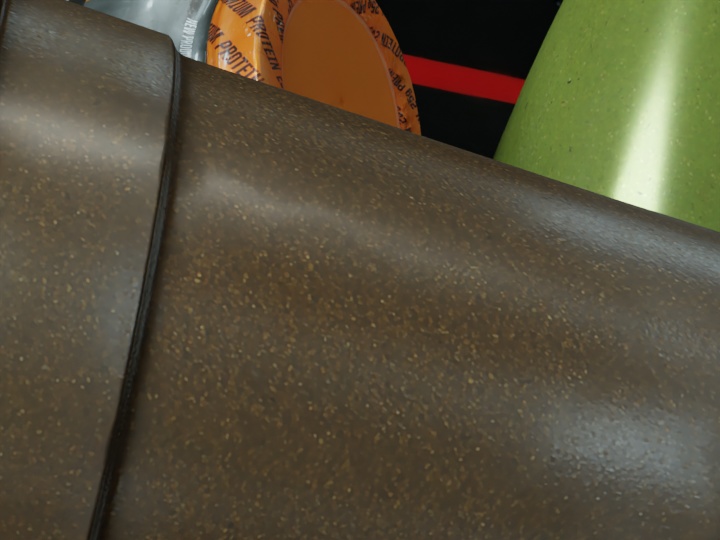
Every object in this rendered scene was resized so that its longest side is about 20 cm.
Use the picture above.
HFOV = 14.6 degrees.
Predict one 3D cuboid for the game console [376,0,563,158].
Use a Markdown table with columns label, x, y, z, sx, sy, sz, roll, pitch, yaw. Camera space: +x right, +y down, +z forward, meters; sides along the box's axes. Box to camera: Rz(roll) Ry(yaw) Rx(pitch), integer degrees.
| label | x | y | z | sx | sy | sz | roll | pitch | yaw |
| --- | --- | --- | --- | --- | --- | --- | --- | --- | --- |
| game console | 0.031 | -0.063 | 1.104 | 0.200 | 0.031 | 0.177 | 8 | 51 | -45 |

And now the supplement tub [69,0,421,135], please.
| label | x | y | z | sx | sy | sz | roll | pitch | yaw |
| --- | --- | --- | --- | --- | --- | --- | --- | --- | --- |
| supplement tub | -0.088 | -0.032 | 0.909 | 0.200 | 0.123 | 0.122 | -13 | 0 | 29 |

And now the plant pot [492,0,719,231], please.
| label | x | y | z | sx | sy | sz | roll | pitch | yaw |
| --- | --- | --- | --- | --- | --- | --- | --- | --- | --- |
| plant pot | 0.115 | -0.008 | 0.963 | 0.187 | 0.201 | 0.187 | 6 | 10 | -1 |

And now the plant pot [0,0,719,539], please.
| label | x | y | z | sx | sy | sz | roll | pitch | yaw |
| --- | --- | --- | --- | --- | --- | --- | --- | --- | --- |
| plant pot | -0.018 | 0.045 | 0.681 | 0.198 | 0.201 | 0.200 | 13 | 9 | -9 |
